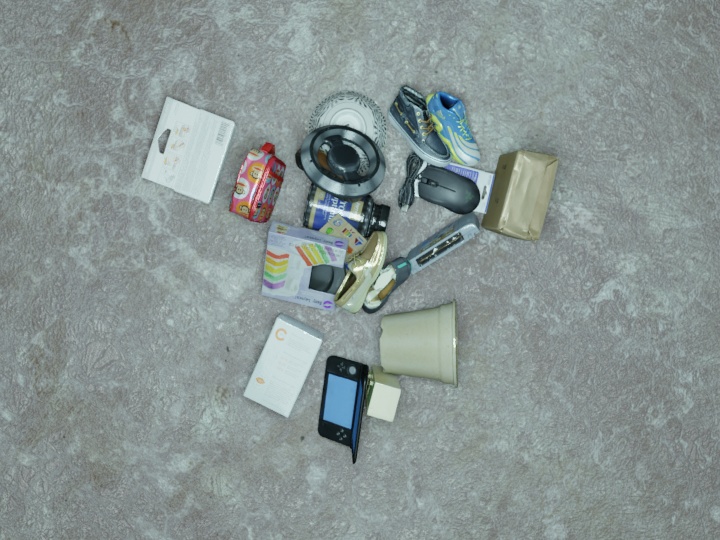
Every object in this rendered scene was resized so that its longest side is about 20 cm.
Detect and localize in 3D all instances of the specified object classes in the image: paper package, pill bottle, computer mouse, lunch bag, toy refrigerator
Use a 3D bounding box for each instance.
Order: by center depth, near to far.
[{"bbox_3d":[-0.230,-0.204,1.616,0.080,0.200,0.181,20,94,2],"label":"lunch bag"},{"bbox_3d":[0.366,-0.173,1.631,0.100,0.200,0.197,15,94,-2],"label":"paper package"},{"bbox_3d":[0.047,0.283,1.652,0.068,0.200,0.078,15,94,-2],"label":"toy refrigerator"},{"bbox_3d":[0.192,-0.189,1.662,0.194,0.053,0.143,15,93,-2],"label":"computer mouse"},{"bbox_3d":[-0.032,-0.135,1.668,0.194,0.112,0.115,14,93,-2],"label":"pill bottle"}]

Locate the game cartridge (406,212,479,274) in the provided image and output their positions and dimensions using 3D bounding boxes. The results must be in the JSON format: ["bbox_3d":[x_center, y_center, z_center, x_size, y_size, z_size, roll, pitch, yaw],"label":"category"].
[{"bbox_3d":[0.190,-0.065,1.659,0.197,0.134,0.042,-33,103,17],"label":"game cartridge"}]

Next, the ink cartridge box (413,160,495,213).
[{"bbox_3d":[0.220,-0.208,1.706,0.194,0.039,0.103,15,93,-1],"label":"ink cartridge box"}]

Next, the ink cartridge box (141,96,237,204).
[{"bbox_3d":[-0.408,-0.285,1.682,0.172,0.045,0.205,20,92,-3],"label":"ink cartridge box"}]

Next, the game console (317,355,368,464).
[{"bbox_3d":[-0.044,0.322,1.659,0.172,0.115,0.207,11,96,30],"label":"game console"}]

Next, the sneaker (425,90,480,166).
[{"bbox_3d":[0.223,-0.337,1.659,0.076,0.105,0.200,-44,93,-17],"label":"sneaker"}]

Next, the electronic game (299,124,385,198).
[{"bbox_3d":[-0.038,-0.243,1.555,0.194,0.042,0.205,8,55,-12],"label":"electronic game"}]

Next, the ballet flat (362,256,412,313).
[{"bbox_3d":[0.043,0.040,1.640,0.073,0.073,0.200,40,129,-3],"label":"ballet flat"}]

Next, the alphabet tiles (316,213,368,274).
[{"bbox_3d":[-0.038,-0.020,1.673,0.199,0.008,0.166,42,119,-19],"label":"alphabet tiles"}]

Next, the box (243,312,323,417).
[{"bbox_3d":[-0.183,0.225,1.694,0.122,0.098,0.204,25,93,-3],"label":"box"}]

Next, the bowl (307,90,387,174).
[{"bbox_3d":[-0.031,-0.329,1.665,0.194,0.094,0.208,0,93,0],"label":"bowl"}]

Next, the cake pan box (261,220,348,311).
[{"bbox_3d":[-0.130,-0.006,1.662,0.194,0.053,0.188,14,126,-1],"label":"cake pan box"}]

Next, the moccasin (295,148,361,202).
[{"bbox_3d":[-0.063,-0.225,1.620,0.077,0.075,0.200,-33,52,-31],"label":"moccasin"}]

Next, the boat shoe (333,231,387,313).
[{"bbox_3d":[0.000,0.000,1.606,0.065,0.074,0.205,19,101,-25],"label":"boat shoe"}]

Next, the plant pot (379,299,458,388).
[{"bbox_3d":[0.139,0.174,1.665,0.177,0.200,0.208,-2,94,9],"label":"plant pot"}]

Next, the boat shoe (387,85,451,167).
[{"bbox_3d":[0.146,-0.336,1.644,0.200,0.091,0.070,45,55,11],"label":"boat shoe"}]
